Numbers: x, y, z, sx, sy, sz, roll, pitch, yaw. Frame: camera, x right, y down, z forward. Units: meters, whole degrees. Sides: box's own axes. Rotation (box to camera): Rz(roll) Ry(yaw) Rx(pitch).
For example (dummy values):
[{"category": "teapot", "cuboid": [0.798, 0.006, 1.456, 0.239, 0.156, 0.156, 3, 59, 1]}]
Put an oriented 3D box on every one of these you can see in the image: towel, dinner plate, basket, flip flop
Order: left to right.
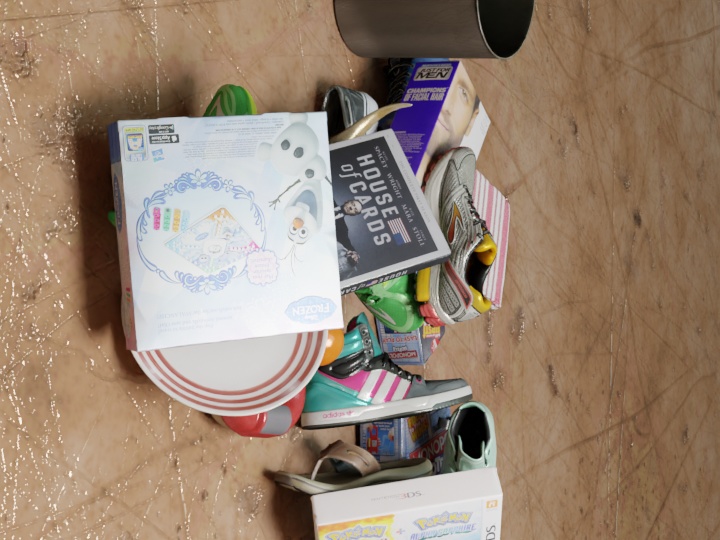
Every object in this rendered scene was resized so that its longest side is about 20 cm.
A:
[{"category": "dinner plate", "cuboid": [-0.128, 0.044, 1.261, 0.198, 0.024, 0.202, 8, 64, -17]}, {"category": "flip flop", "cuboid": [-0.007, 0.211, 1.450, 0.198, 0.081, 0.058, -2, 93, -33]}, {"category": "basket", "cuboid": [0.082, -0.314, 1.545, 0.136, 0.198, 0.181, 56, 45, -41]}, {"category": "towel", "cuboid": [0.135, -0.051, 1.666, 0.200, 0.030, 0.148, 35, 59, -54]}]

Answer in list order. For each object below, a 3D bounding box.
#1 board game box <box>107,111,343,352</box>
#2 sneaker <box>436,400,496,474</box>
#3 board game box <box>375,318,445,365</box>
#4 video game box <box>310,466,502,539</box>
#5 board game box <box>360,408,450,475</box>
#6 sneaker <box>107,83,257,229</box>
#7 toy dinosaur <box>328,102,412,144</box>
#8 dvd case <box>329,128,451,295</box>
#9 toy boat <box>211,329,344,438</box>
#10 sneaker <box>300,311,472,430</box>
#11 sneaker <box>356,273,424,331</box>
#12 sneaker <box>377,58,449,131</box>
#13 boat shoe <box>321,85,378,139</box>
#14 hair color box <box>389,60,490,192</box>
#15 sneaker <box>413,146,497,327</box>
[{"category": "board game box", "cuboid": [-0.119, -0.038, 1.204, 0.198, 0.043, 0.201, -5, 91, -24]}, {"category": "sneaker", "cuboid": [0.115, 0.244, 1.507, 0.118, 0.073, 0.203, 59, 33, -77]}, {"category": "board game box", "cuboid": [0.075, 0.012, 1.645, 0.199, 0.061, 0.202, -1, 90, -58]}, {"category": "video game box", "cuboid": [0.051, 0.297, 1.430, 0.047, 0.198, 0.184, -105, -171, -50]}, {"category": "board game box", "cuboid": [0.063, 0.213, 1.603, 0.199, 0.061, 0.202, -23, 108, -56]}, {"category": "sneaker", "cuboid": [-0.163, -0.103, 1.244, 0.084, 0.074, 0.201, 43, 62, -27]}, {"category": "toy dinosaur", "cuboid": [-0.039, -0.122, 1.439, 0.101, 0.058, 0.201, 35, 89, -25]}, {"category": "dvd case", "cuboid": [-0.026, -0.050, 1.313, 0.198, 0.025, 0.151, -18, 72, -23]}, {"category": "toy boat", "cuboid": [-0.074, 0.067, 1.341, 0.130, 0.130, 0.202, 14, 76, -57]}, {"category": "sneaker", "cuboid": [0.023, 0.105, 1.486, 0.198, 0.084, 0.122, -6, 81, -17]}, {"category": "sneaker", "cuboid": [0.000, 0.000, 1.406, 0.201, 0.074, 0.084, 54, 33, -31]}, {"category": "sneaker", "cuboid": [0.052, -0.218, 1.627, 0.090, 0.078, 0.200, 56, 39, -19]}, {"category": "boat shoe", "cuboid": [-0.027, -0.110, 1.497, 0.071, 0.072, 0.202, 17, 68, -41]}, {"category": "hair color box", "cuboid": [0.078, -0.128, 1.520, 0.110, 0.064, 0.201, 55, 45, -45]}, {"category": "sneaker", "cuboid": [0.113, -0.037, 1.438, 0.078, 0.081, 0.202, 31, 58, -55]}]
